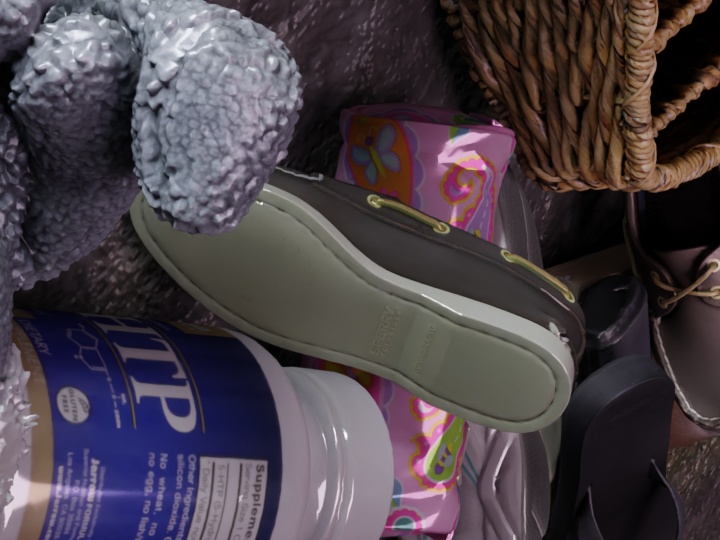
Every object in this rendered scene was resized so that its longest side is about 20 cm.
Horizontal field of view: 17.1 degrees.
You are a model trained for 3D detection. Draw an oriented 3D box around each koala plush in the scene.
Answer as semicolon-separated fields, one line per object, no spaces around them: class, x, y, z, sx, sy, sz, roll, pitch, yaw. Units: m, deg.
koala plush;-0.147;-0.014;0.797;0.177;0.184;0.200;24;85;-21

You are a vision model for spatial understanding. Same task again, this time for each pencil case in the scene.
pencil case;0.019;0.025;1.086;0.087;0.087;0.200;2;97;-52

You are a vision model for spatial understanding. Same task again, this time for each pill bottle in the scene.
pill bottle;-0.090;0.078;0.950;0.200;0.120;0.120;7;106;-41

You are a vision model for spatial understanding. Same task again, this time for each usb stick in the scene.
usb stick;0.137;0.083;1.276;0.055;0.033;0.200;-58;152;-35

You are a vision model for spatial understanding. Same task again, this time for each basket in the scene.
basket;0.167;-0.123;1.118;0.200;0.149;0.143;-39;111;-32

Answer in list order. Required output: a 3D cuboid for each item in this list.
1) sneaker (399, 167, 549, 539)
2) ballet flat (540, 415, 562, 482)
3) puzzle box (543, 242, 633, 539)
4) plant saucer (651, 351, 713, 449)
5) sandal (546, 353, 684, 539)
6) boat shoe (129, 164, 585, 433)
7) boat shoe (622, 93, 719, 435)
sneaker;0.046;0.044;1.157;0.070;0.080;0.200;-4;95;-72
ballet flat;0.065;0.112;1.237;0.070;0.065;0.200;-21;128;-51
puzzle box;0.122;0.083;1.314;0.133;0.025;0.200;-17;123;-52
plant saucer;0.212;0.014;1.360;0.200;0.034;0.200;-43;145;-41
sandal;0.135;0.122;1.233;0.076;0.043;0.200;-31;145;-13
boat shoe;0.000;0.000;1.014;0.072;0.201;0.061;-63;-179;38
boat shoe;0.170;-0.012;1.237;0.060;0.072;0.200;-1;85;-65
